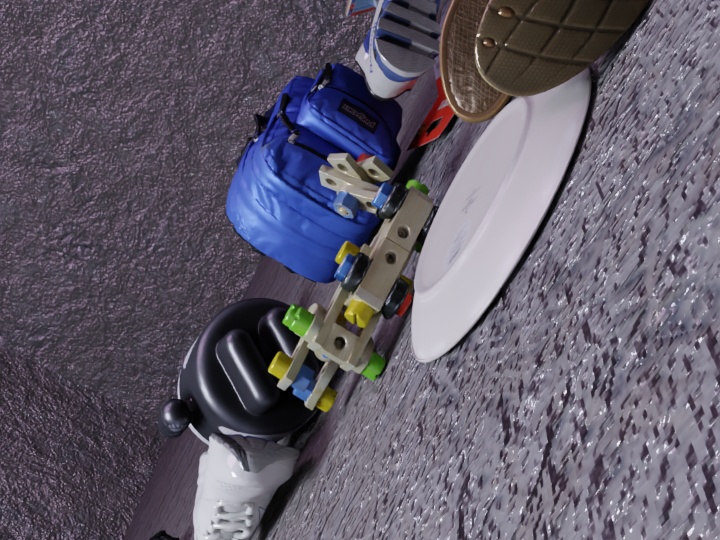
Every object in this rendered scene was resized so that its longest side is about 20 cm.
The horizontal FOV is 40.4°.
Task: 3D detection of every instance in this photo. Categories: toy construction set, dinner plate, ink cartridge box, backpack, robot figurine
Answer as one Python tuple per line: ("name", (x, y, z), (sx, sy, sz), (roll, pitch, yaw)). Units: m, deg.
("toy construction set", (0.000, 0.000, 0.729), (0.131, 0.091, 0.203), (136, 149, -67))
("dinner plate", (0.074, -0.039, 0.590), (0.202, 0.024, 0.200), (-62, 8, 16))
("ink cartridge box", (0.092, -0.222, 0.970), (0.202, 0.047, 0.160), (-61, 8, -2))
("backpack", (-0.046, -0.105, 1.008), (0.169, 0.161, 0.201), (-57, 8, 38))
("robot figurine", (-0.101, 0.096, 0.889), (0.200, 0.148, 0.127), (136, 144, -65))

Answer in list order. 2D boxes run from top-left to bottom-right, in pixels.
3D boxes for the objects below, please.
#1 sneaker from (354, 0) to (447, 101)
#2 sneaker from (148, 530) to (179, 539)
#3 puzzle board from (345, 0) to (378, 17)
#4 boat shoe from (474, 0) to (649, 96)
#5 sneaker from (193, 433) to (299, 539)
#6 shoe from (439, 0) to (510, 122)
("sneaker", (0.040, -0.248, 0.970), (0.115, 0.080, 0.202), (134, 157, -61))
("sneaker", (-0.273, 0.386, 1.259), (0.088, 0.075, 0.200), (-57, 8, -4))
("puzzle board", (0.085, -0.346, 1.054), (0.198, 0.018, 0.151), (-21, -21, -22))
("boat shoe", (0.132, -0.181, 0.529), (0.201, 0.072, 0.068), (-56, 4, 7))
("sneaker", (-0.099, 0.186, 0.799), (0.200, 0.073, 0.088), (120, 162, -65))
("shoe", (0.103, -0.210, 0.730), (0.053, 0.069, 0.203), (-2, -79, -67))
